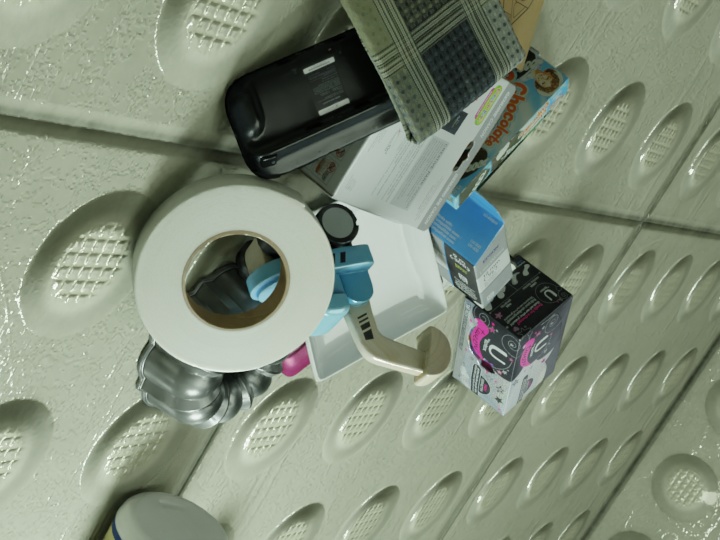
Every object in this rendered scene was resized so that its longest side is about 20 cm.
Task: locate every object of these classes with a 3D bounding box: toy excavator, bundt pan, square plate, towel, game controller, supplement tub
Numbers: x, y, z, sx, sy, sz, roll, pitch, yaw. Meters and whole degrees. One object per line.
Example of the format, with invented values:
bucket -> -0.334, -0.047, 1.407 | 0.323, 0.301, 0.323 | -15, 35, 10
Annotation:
toy excavator -> -0.017, 0.037, 1.507 | 0.194, 0.200, 0.100 | -9, 162, -28
bundt pan -> -0.148, 0.092, 1.570 | 0.202, 0.076, 0.202 | -38, 151, -26
square plate -> 0.000, 0.000, 1.648 | 0.200, 0.028, 0.198 | -27, 116, -27
towel -> 0.064, -0.251, 1.400 | 0.193, 0.035, 0.200 | -41, 113, -33
game controller -> -0.033, -0.168, 1.386 | 0.200, 0.104, 0.042 | -26, -169, -18
supplement tub -> -0.255, 0.378, 1.679 | 0.144, 0.144, 0.200 | -3, 126, -58

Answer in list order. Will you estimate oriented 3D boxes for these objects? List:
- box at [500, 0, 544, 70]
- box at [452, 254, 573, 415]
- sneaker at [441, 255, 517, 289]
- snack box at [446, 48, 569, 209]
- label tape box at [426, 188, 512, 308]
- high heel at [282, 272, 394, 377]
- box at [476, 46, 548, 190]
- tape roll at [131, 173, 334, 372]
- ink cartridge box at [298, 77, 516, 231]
box -> 0.169, -0.330, 1.551 | 0.163, 0.021, 0.200 | 8, 100, -60
box -> 0.230, 0.102, 2.167 | 0.132, 0.115, 0.200 | -37, 150, -29
sneaker -> 0.129, -0.009, 1.927 | 0.115, 0.076, 0.200 | -48, 148, 11
snack box -> 0.132, -0.179, 1.636 | 0.200, 0.116, 0.037 | -47, 163, -12
label tape box -> 0.107, -0.052, 1.720 | 0.066, 0.143, 0.200 | -46, 157, -9
high heel -> -0.026, 0.049, 1.726 | 0.200, 0.067, 0.096 | -29, 140, -15
box -> 0.157, -0.173, 1.782 | 0.200, 0.036, 0.144 | -46, 154, -10
tape roll -> -0.124, 0.004, 1.400 | 0.203, 0.037, 0.203 | -5, 114, -11
ink cartridge box -> 0.050, -0.159, 1.531 | 0.176, 0.084, 0.200 | 20, 107, -51
